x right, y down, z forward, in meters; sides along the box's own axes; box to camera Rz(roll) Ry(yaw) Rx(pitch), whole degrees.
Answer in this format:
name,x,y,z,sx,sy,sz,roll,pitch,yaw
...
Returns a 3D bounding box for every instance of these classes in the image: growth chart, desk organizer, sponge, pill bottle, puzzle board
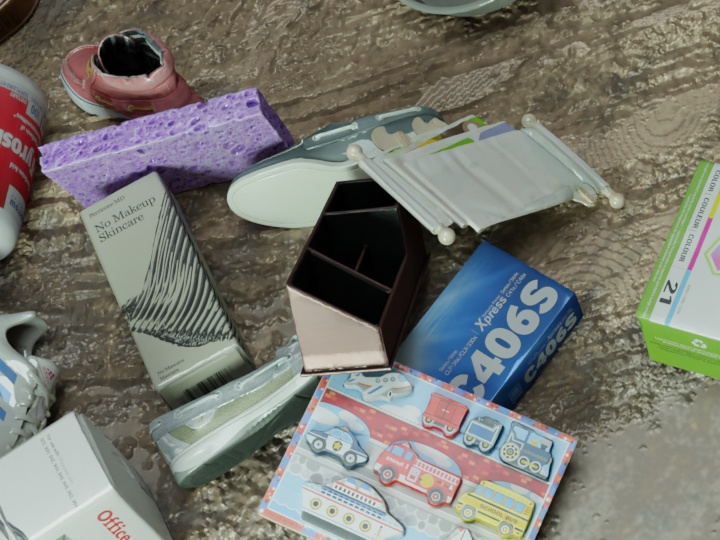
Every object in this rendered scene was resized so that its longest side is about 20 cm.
name,x,y,z,sx,sy,sz,roll,pitch,yaw
growth chart,0.100,-0.081,1.489,0.199,0.018,0.145,-14,48,-31
desk organizer,0.000,0.000,1.438,0.071,0.077,0.200,-5,25,14
sponge,-0.164,-0.101,1.586,0.199,0.112,0.030,-14,68,10
pill bottle,-0.350,-0.077,1.632,0.112,0.112,0.201,-1,61,17
puzzle board,0.043,0.154,1.380,0.199,0.017,0.151,22,72,13

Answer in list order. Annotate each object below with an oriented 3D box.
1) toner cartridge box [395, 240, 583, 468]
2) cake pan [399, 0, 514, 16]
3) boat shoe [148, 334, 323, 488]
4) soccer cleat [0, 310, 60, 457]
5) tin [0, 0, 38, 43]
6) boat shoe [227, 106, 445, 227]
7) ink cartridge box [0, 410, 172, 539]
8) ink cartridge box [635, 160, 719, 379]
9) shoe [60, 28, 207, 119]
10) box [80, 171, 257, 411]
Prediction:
name,x,y,z,sx,sy,sz,roll,pitch,yaw
toner cartridge box,0.078,0.080,1.447,0.095,0.043,0.200,30,74,30
cake pan,0.105,-0.313,1.638,0.200,0.037,0.201,-13,64,29
boat shoe,-0.076,0.094,1.468,0.202,0.074,0.065,-37,70,3
soccer cleat,-0.289,0.118,1.525,0.086,0.070,0.201,-18,57,7
tin,-0.405,-0.246,1.792,0.200,0.042,0.112,-41,53,-7
boat shoe,-0.017,-0.092,1.567,0.199,0.073,0.062,-15,44,6
ink cartridge box,-0.260,0.217,1.414,0.200,0.146,0.084,-33,57,-2
ink cartridge box,0.330,0.015,1.385,0.199,0.076,0.148,15,67,26
shoe,-0.216,-0.182,1.646,0.071,0.091,0.200,-47,47,-16
box,-0.161,0.020,1.542,0.082,0.068,0.200,-29,57,-1
